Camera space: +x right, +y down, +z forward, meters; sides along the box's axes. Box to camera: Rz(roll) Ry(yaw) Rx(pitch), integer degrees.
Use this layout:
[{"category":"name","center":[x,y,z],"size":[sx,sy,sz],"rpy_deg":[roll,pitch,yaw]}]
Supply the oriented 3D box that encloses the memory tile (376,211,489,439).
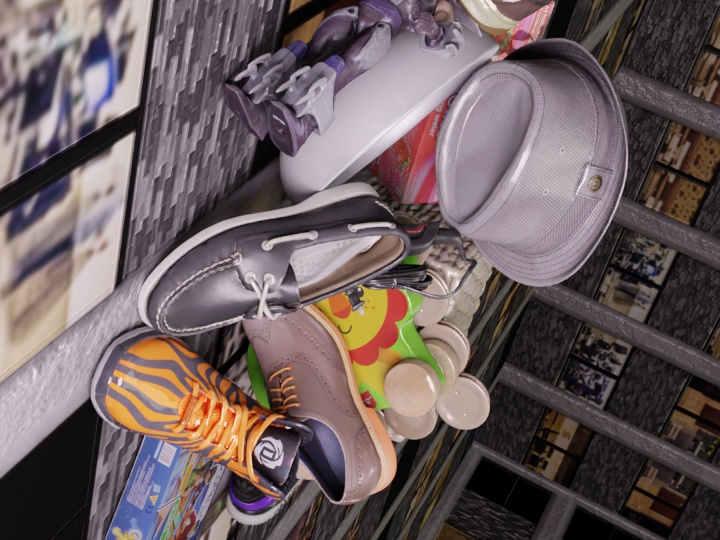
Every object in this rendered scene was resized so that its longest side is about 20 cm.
[{"category":"memory tile","center":[0.018,0.055,1.011],"size":[0.202,0.152,0.017],"rpy_deg":[69,27,-12]}]

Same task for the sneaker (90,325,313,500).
[{"category":"sneaker","center":[-0.097,0.103,0.823],"size":[0.078,0.111,0.200],"rpy_deg":[-64,150,-5]}]

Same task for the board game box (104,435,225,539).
[{"category":"board game box","center":[-0.167,0.209,0.975],"size":[0.202,0.034,0.135],"rpy_deg":[-67,166,12]}]

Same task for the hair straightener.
[{"category":"hair straightener","center":[0.000,0.000,0.895],"size":[0.041,0.198,0.078],"rpy_deg":[132,-44,-62]}]

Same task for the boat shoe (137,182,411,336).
[{"category":"boat shoe","center":[-0.056,0.001,0.812],"size":[0.198,0.060,0.074],"rpy_deg":[-21,138,-27]}]

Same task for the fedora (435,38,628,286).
[{"category":"fedora","center":[0.120,-0.088,0.929],"size":[0.090,0.177,0.201],"rpy_deg":[1,124,-42]}]

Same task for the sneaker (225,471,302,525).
[{"category":"sneaker","center":[-0.068,0.161,1.201],"size":[0.201,0.069,0.100],"rpy_deg":[-56,162,-36]}]

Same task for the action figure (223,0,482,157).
[{"category":"action figure","center":[0.003,-0.162,0.780],"size":[0.200,0.130,0.070],"rpy_deg":[-46,146,-17]}]

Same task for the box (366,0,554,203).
[{"category":"box","center":[0.080,-0.168,1.040],"size":[0.102,0.095,0.202],"rpy_deg":[-4,126,-33]}]

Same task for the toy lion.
[{"category":"toy lion","center":[-0.023,0.052,0.987],"size":[0.199,0.193,0.069],"rpy_deg":[-35,178,30]}]

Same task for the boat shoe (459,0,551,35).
[{"category":"boat shoe","center":[0.061,-0.247,0.734],"size":[0.064,0.201,0.074],"rpy_deg":[-21,-152,36]}]

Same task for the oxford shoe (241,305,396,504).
[{"category":"oxford shoe","center":[-0.045,0.094,0.934],"size":[0.071,0.201,0.073],"rpy_deg":[-41,167,29]}]

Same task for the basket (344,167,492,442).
[{"category":"basket","center":[0.024,0.025,1.121],"size":[0.200,0.159,0.200],"rpy_deg":[-40,152,-64]}]

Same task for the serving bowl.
[{"category":"serving bowl","center":[0.010,-0.131,0.893],"size":[0.199,0.066,0.200],"rpy_deg":[-39,-178,1]}]
